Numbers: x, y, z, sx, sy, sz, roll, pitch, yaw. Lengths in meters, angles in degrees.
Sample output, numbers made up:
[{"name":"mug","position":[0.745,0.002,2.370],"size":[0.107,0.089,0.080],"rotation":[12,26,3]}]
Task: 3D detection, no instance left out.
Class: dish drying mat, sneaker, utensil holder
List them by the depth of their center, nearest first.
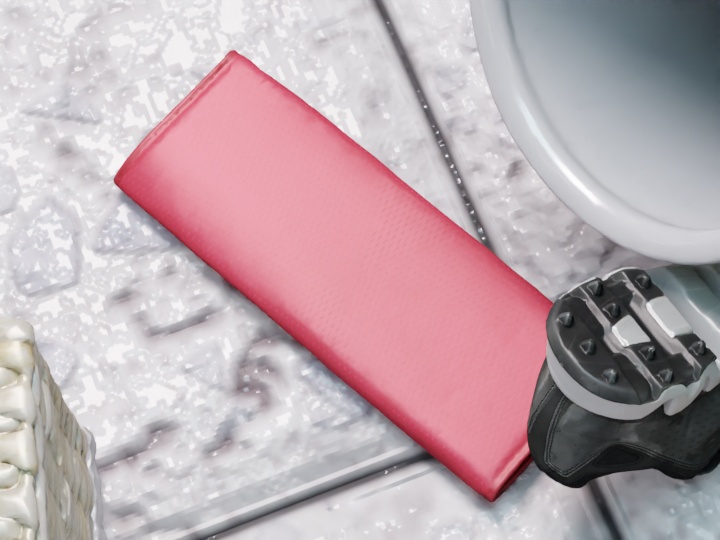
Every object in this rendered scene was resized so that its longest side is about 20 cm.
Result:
[{"name":"utensil holder","position":[0.165,-0.115,1.021],"size":[0.199,0.170,0.170],"rotation":[-25,66,-37]},{"name":"sneaker","position":[0.136,0.030,1.045],"size":[0.199,0.091,0.067],"rotation":[-17,57,-34]},{"name":"dish drying mat","position":[0.000,0.000,1.087],"size":[0.200,0.018,0.077],"rotation":[40,72,15]}]

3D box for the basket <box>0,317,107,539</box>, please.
[{"name":"basket","position":[-0.190,0.132,0.959],"size":[0.198,0.161,0.200],"rotation":[-5,68,1]}]
